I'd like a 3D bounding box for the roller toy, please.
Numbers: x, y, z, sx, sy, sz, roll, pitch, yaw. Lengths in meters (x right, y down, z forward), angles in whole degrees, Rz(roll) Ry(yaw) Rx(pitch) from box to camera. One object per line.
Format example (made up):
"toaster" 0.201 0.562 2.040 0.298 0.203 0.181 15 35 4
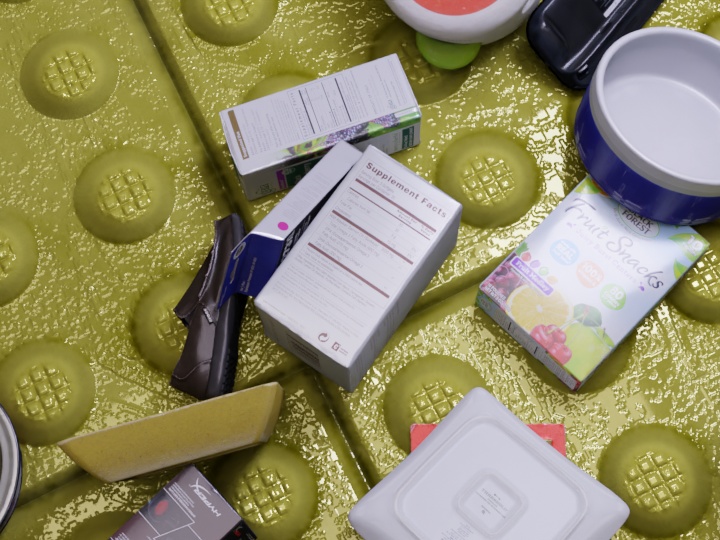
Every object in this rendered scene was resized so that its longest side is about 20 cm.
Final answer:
"roller toy" 0.105 -0.334 1.356 0.182 0.140 0.201 -30 89 12

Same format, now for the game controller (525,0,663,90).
"game controller" 0.265 -0.294 1.405 0.104 0.042 0.200 43 76 -9

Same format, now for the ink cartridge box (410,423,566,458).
"ink cartridge box" 0.128 0.244 1.244 0.161 0.050 0.201 0 75 1

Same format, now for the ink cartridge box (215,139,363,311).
"ink cartridge box" -0.069 -0.040 1.278 0.037 0.095 0.200 34 50 11

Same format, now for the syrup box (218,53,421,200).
"syrup box" -0.042 -0.150 1.361 0.199 0.079 0.082 -20 73 -5

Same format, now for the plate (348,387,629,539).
"plate" 0.122 0.227 1.223 0.199 0.032 0.200 39 66 22

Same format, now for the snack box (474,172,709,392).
"snack box" 0.235 0.002 1.316 0.142 0.053 0.200 43 78 13

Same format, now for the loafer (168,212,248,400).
"loafer" -0.155 0.034 1.307 0.071 0.073 0.201 6 71 5

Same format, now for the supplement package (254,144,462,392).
"supplement package" 0.000 0.000 1.291 0.117 0.117 0.200 33 76 12

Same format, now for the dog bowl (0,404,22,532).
"dog bowl" -0.422 0.202 1.262 0.199 0.074 0.201 0 73 1

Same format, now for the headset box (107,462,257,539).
"headset box" -0.197 0.282 1.189 0.200 0.149 0.075 -43 76 -11

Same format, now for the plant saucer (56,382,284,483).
"plant saucer" -0.164 0.157 1.207 0.199 0.200 0.049 -16 83 -3

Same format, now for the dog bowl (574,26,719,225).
"dog bowl" 0.323 -0.148 1.319 0.199 0.079 0.201 6 58 -9
